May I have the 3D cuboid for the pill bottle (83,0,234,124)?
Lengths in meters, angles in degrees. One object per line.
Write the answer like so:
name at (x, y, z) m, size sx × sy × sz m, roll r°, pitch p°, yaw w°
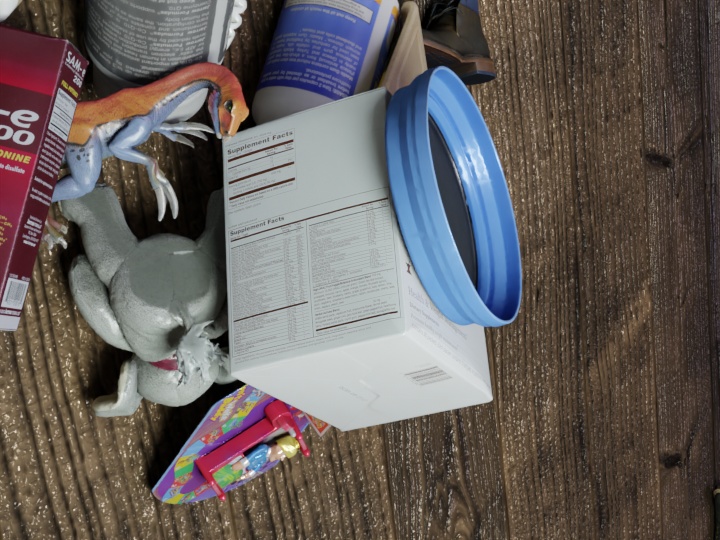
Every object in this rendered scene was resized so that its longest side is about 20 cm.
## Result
pill bottle at (-0.152, -0.206, 0.869) m, size 0.113 × 0.113 × 0.200 m, roll -54°, pitch 172°, yaw -34°

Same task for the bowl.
bowl at (0.072, -0.053, 0.876) m, size 0.200 × 0.039 × 0.202 m, roll -15°, pitch 90°, yaw -69°

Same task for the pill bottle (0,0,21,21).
pill bottle at (-0.243, -0.280, 0.812) m, size 0.111 × 0.111 × 0.201 m, roll 54°, pitch 53°, yaw -41°

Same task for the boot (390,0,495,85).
boot at (0.087, -0.271, 1.295) m, size 0.200 × 0.074 × 0.097 m, roll 3°, pitch 80°, yaw -60°

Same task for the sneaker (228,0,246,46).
sneaker at (-0.143, -0.278, 0.986) m, size 0.081 × 0.075 × 0.201 m, roll 6°, pitch 82°, yaw -44°

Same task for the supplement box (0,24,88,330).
supplement box at (-0.268, -0.068, 0.789) m, size 0.061 × 0.108 × 0.201 m, roll 94°, pitch 10°, yaw -85°

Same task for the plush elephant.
plush elephant at (-0.156, 0.041, 0.946) m, size 0.164 × 0.155 × 0.201 m, roll -5°, pitch 56°, yaw -19°

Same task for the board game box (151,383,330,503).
board game box at (-0.091, 0.161, 1.024) m, size 0.158 × 0.039 × 0.200 m, roll -4°, pitch 139°, yaw -49°

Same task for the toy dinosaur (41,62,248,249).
toy dinosaur at (-0.180, -0.099, 0.843) m, size 0.181 × 0.105 × 0.200 m, roll -42°, pitch 139°, yaw 17°

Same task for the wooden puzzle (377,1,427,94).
wooden puzzle at (0.038, -0.128, 1.112) m, size 0.185 × 0.037 × 0.201 m, roll 76°, pitch 22°, yaw -48°

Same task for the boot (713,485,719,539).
boot at (0.696, 0.514, 2.182) m, size 0.139 × 0.077 × 0.200 m, roll -54°, pitch 133°, yaw -27°

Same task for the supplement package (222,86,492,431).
supplement package at (0.000, 0.000, 0.919) m, size 0.191 × 0.146 × 0.201 m, roll 39°, pitch 42°, yaw -58°

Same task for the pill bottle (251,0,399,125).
pill bottle at (-0.039, -0.178, 1.093) m, size 0.112 × 0.112 × 0.201 m, roll 33°, pitch 69°, yaw -49°
